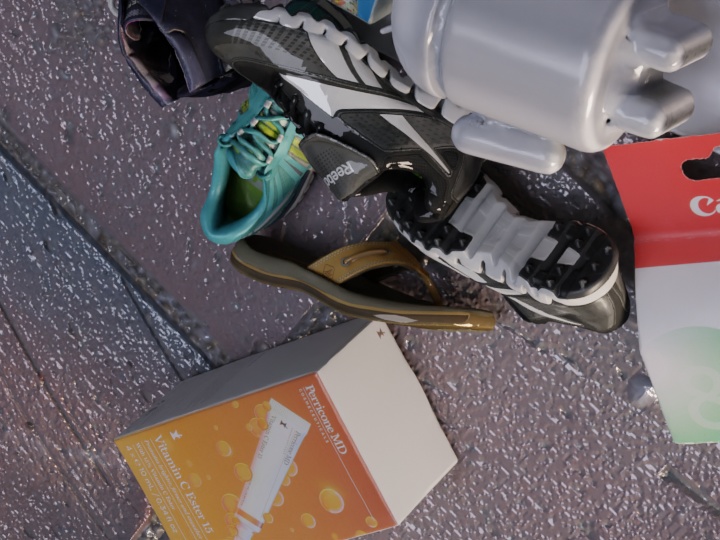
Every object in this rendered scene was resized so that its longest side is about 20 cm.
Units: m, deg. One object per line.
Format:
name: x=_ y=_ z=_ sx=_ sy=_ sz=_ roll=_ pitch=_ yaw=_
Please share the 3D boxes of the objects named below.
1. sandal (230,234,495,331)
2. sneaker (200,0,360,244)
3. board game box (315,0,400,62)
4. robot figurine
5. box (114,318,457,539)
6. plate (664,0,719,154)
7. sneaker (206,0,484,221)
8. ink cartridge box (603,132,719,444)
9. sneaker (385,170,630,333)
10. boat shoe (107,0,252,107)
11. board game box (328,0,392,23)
sandal: x=0.000 y=0.000 z=1.436 sx=0.200 sy=0.080 sz=0.054 roll=20 pitch=98 yaw=29
sneaker: x=-0.054 y=-0.094 z=1.407 sx=0.077 sy=0.080 sz=0.200 roll=34 pitch=130 yaw=13
board game box: x=0.065 y=-0.217 z=1.321 sx=0.200 sy=0.026 sz=0.200 roll=29 pitch=123 yaw=19
robot figurine: x=0.102 y=-0.140 z=1.236 sx=0.200 sy=0.113 sz=0.170 roll=23 pitch=110 yaw=22
box: x=-0.054 y=0.127 z=1.497 sx=0.200 sy=0.097 sz=0.125 roll=-21 pitch=102 yaw=36
plate: x=0.248 y=-0.155 z=1.229 sx=0.199 sy=0.032 sz=0.200 roll=27 pitch=123 yaw=19
sneaker: x=-0.012 y=-0.094 z=1.308 sx=0.200 sy=0.091 sz=0.066 roll=27 pitch=158 yaw=-10
ink cartridge box: x=0.239 y=0.012 z=1.273 sx=0.161 sy=0.050 sz=0.200 roll=-5 pitch=123 yaw=34
sneaker: x=0.097 y=-0.009 z=1.363 sx=0.200 sy=0.067 sz=0.091 roll=27 pitch=163 yaw=41
boat shoe: x=-0.137 y=-0.204 z=1.411 sx=0.075 sy=0.093 sz=0.200 roll=-27 pitch=95 yaw=37
board game box: x=-0.039 y=-0.268 z=1.309 sx=0.200 sy=0.064 sz=0.148 roll=31 pitch=123 yaw=16
